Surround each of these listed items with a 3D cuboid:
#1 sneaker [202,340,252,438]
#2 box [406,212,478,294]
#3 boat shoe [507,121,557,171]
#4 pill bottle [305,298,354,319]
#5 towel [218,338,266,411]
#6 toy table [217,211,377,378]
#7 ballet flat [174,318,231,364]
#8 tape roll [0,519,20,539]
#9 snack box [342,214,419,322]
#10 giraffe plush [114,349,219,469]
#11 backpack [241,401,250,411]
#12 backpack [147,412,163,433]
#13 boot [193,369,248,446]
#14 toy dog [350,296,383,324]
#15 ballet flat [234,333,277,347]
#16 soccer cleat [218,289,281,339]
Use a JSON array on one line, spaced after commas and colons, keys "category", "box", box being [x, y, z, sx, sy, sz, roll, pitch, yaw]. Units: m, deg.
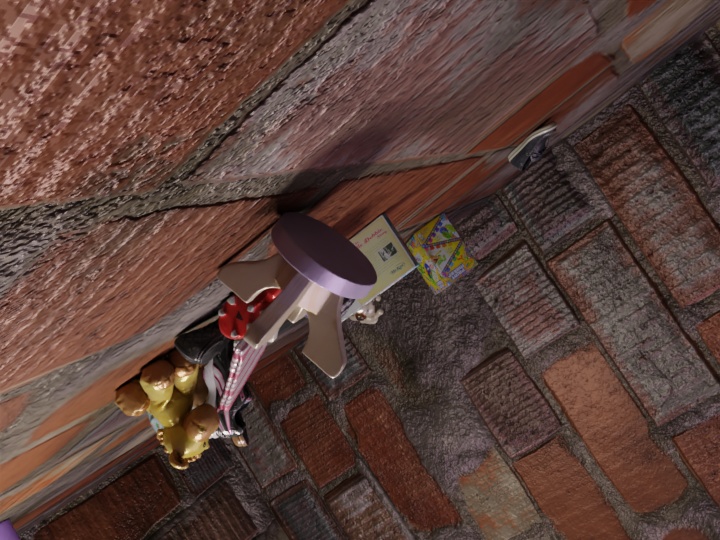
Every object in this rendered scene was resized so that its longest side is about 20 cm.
[{"category": "sneaker", "box": [-0.233, 0.204, 1.280, 0.084, 0.206, 0.080, 5, -171, 6]}, {"category": "box", "box": [0.249, -0.048, 2.247, 0.121, 0.195, 0.200, -33, 176, -12]}, {"category": "boat shoe", "box": [0.453, -0.320, 1.832, 0.074, 0.063, 0.200, -31, 172, -26]}, {"category": "pill bottle", "box": [-0.057, 0.022, 1.169, 0.111, 0.113, 0.200, -34, 176, -10]}, {"category": "towel", "box": [-0.184, 0.128, 1.170, 0.148, 0.029, 0.202, -63, 178, -42]}, {"category": "toy table", "box": [-0.066, 0.018, 0.801, 0.118, 0.183, 0.199, -52, 163, 13]}, {"category": "ballet flat", "box": [-0.211, 0.081, 1.111, 0.200, 0.056, 0.067, -40, 159, -58]}, {"category": "tape roll", "box": [-0.965, 0.718, 1.782, 0.198, 0.066, 0.200, -35, 175, -3]}, {"category": "snack box", "box": [0.000, 0.000, 1.339, 0.198, 0.117, 0.037, -36, 175, 14]}, {"category": "giraffe plush", "box": [-0.305, 0.238, 1.179, 0.199, 0.164, 0.172, -39, 174, 39]}, {"category": "backpack", "box": [-0.472, 0.456, 2.454, 0.196, 0.157, 0.163, -2, 152, -39]}, {"category": "backpack", "box": [-0.377, 0.307, 1.602, 0.198, 0.128, 0.168, -33, 164, -17]}, {"category": "boot", "box": [-0.279, 0.257, 1.350, 0.074, 0.202, 0.074, -30, 161, -10]}, {"category": "toy dog", "box": [0.005, 0.154, 3.053, 0.188, 0.144, 0.200, 2, 174, -4]}, {"category": "ballet flat", "box": [-0.207, 0.129, 1.444, 0.199, 0.072, 0.071, -39, 174, 26]}, {"category": "soccer cleat", "box": [-0.127, 0.031, 1.032, 0.199, 0.069, 0.085, -42, 169, 20]}]
